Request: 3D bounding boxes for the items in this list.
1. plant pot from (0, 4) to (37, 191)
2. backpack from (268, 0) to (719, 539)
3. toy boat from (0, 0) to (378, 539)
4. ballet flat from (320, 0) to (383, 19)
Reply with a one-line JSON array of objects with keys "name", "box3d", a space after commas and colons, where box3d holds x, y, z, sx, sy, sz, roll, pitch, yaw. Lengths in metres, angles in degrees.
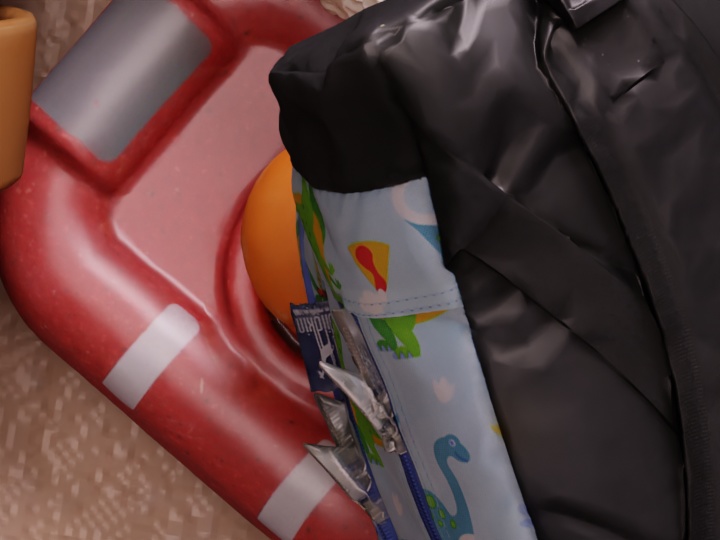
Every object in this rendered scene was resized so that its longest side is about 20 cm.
[{"name": "plant pot", "box3d": [-0.181, 0.004, 0.719, 0.199, 0.200, 0.141, 3, 98, 2]}, {"name": "backpack", "box3d": [0.068, 0.024, 0.638, 0.163, 0.154, 0.201, -27, 94, -30]}, {"name": "toy boat", "box3d": [0.000, 0.000, 0.735, 0.200, 0.131, 0.131, 40, 85, 7]}, {"name": "ballet flat", "box3d": [-0.025, -0.126, 0.716, 0.072, 0.072, 0.201, -27, 103, -3]}]
